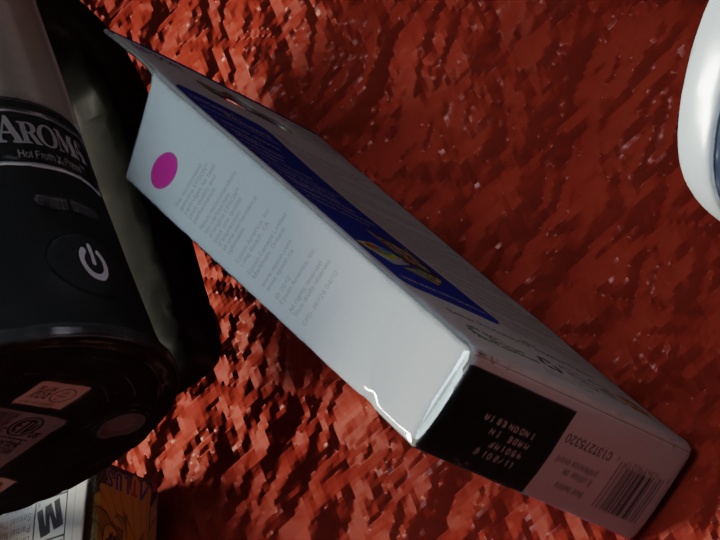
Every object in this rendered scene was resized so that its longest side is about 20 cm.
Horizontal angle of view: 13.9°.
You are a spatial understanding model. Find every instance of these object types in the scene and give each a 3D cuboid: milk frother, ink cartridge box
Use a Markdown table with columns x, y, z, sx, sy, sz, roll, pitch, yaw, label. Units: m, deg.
| x | y | z | sx | sy | sz | roll | pitch | yaw | label |
| --- | --- | --- | --- | --- | --- | --- | --- | --- | --- |
| -0.160 | -0.005 | 0.874 | 0.199 | 0.180 | 0.189 | -25 | 65 | 11 | milk frother |
| 0.000 | 0.000 | 0.828 | 0.037 | 0.095 | 0.200 | -56 | 44 | 10 | ink cartridge box |

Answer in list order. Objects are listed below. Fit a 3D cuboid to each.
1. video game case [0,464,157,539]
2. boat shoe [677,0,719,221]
| x | y | z | sx | sy | sz | roll | pitch | yaw | label |
| --- | --- | --- | --- | --- | --- | --- | --- | --- | --- |
| -0.146 | 0.170 | 0.933 | 0.200 | 0.036 | 0.182 | -22 | 57 | 36 | video game case |
| 0.157 | -0.079 | 0.685 | 0.201 | 0.071 | 0.091 | -54 | 39 | 10 | boat shoe |
